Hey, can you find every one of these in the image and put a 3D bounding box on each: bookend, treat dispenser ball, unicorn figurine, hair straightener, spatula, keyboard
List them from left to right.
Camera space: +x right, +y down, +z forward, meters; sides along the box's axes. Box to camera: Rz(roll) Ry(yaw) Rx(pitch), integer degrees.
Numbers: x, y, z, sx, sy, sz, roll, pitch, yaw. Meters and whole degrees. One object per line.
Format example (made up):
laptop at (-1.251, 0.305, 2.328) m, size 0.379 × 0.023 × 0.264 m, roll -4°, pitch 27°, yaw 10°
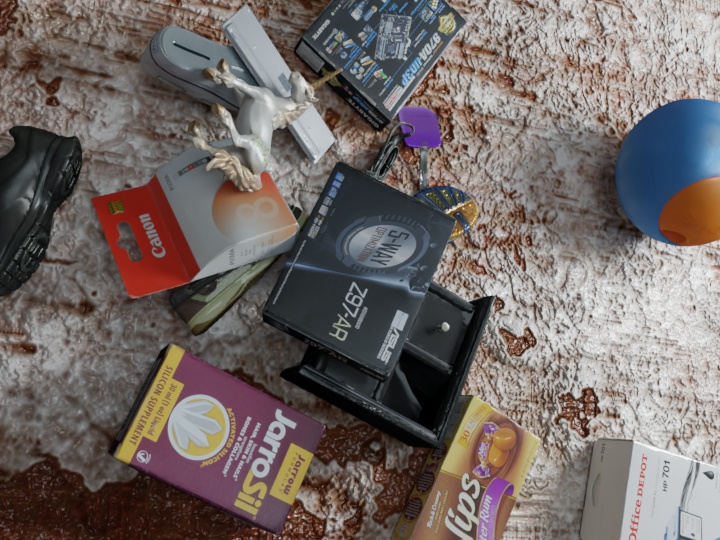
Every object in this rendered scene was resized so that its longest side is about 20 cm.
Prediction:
unicorn figurine at (-0.120, -0.179, 0.908) m, size 0.136 × 0.073 × 0.204 m, roll 32°, pitch 70°, yaw -39°
keyboard at (-0.098, -0.228, 0.978) m, size 0.202 × 0.011 × 0.057 m, roll 55°, pitch 44°, yaw -23°
hair straightener at (0.022, -0.109, 1.003) m, size 0.040 × 0.077 × 0.202 m, roll 30°, pitch 72°, yaw 0°
bookend at (0.037, 0.082, 0.969) m, size 0.196 × 0.092 × 0.203 m, roll 30°, pitch 71°, yaw -13°
spatula at (0.086, -0.124, 1.060) m, size 0.055 × 0.021 × 0.205 m, roll -3°, pitch 83°, yaw -15°
treat dispenser ball at (0.459, -0.136, 1.106) m, size 0.196 × 0.200 × 0.206 m, roll 3°, pitch 80°, yaw -20°

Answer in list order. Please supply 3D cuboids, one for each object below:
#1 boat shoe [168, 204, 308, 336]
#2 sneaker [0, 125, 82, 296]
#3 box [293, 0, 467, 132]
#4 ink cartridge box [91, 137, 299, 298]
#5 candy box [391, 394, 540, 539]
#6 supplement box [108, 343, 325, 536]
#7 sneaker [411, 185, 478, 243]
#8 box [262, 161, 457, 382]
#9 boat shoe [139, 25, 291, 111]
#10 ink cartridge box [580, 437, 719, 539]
boat shoe at (-0.142, -0.014, 0.929) m, size 0.066 × 0.072 × 0.201 m, roll 44°, pitch 69°, yaw -7°
sneaker at (-0.377, -0.066, 0.858) m, size 0.089 × 0.076 × 0.204 m, roll 20°, pitch 68°, yaw -6°
box at (0.030, -0.315, 1.057) m, size 0.158 × 0.046 × 0.201 m, roll 40°, pitch 70°, yaw -10°
ink cartridge box at (-0.189, -0.069, 0.895) m, size 0.196 × 0.051 × 0.164 m, roll -16°, pitch 55°, yaw -24°
candy box at (0.134, 0.274, 0.995) m, size 0.116 × 0.056 × 0.203 m, roll 33°, pitch 70°, yaw -13°
supplement box at (-0.159, 0.188, 0.873) m, size 0.197 × 0.103 × 0.133 m, roll 29°, pitch 71°, yaw -14°
sneaker at (0.062, -0.039, 1.007) m, size 0.198 × 0.088 × 0.076 m, roll -28°, pitch 74°, yaw -26°
box at (0.000, 0.000, 0.900) m, size 0.158 × 0.044 × 0.203 m, roll 26°, pitch 73°, yaw 2°
boat shoe at (-0.171, -0.236, 0.959) m, size 0.198 × 0.066 × 0.075 m, roll 22°, pitch 67°, yaw -39°
ink cartridge box at (0.412, 0.325, 1.076) m, size 0.196 × 0.086 × 0.150 m, roll 19°, pitch 75°, yaw -18°
